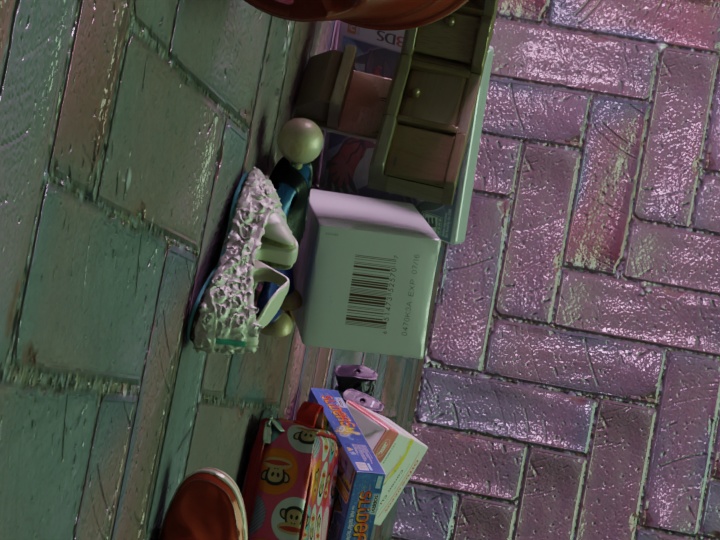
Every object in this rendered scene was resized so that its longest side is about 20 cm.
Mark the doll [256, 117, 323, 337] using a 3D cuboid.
[{"bbox_3d":[-0.066,-0.047,1.753,0.137,0.048,0.201,-72,172,-55],"label":"doll"}]

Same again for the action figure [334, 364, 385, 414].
[{"bbox_3d":[-0.010,0.215,2.503,0.130,0.069,0.201,-79,178,-47],"label":"action figure"}]

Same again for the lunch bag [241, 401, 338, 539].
[{"bbox_3d":[-0.067,0.217,1.985,0.200,0.082,0.177,60,40,-79],"label":"lunch bag"}]

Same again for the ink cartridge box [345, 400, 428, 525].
[{"bbox_3d":[0.010,0.232,2.367,0.117,0.067,0.200,-57,158,0],"label":"ink cartridge box"}]

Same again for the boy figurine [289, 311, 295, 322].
[{"bbox_3d":[0.000,-0.015,2.056,0.200,0.124,0.065,-55,143,-25],"label":"boy figurine"}]

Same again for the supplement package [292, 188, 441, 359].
[{"bbox_3d":[0.000,0.000,1.898,0.200,0.117,0.117,-117,-146,-76],"label":"supplement package"}]

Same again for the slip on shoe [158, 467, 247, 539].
[{"bbox_3d":[-0.137,0.251,1.548,0.061,0.074,0.201,54,51,-76],"label":"slip on shoe"}]

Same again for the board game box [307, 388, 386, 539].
[{"bbox_3d":[-0.029,0.230,2.138,0.200,0.034,0.136,-124,-136,-62],"label":"board game box"}]

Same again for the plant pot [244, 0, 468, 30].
[{"bbox_3d":[-0.011,-0.258,1.392,0.195,0.200,0.202,-35,135,-68],"label":"plant pot"}]

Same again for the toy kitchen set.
[{"bbox_3d":[0.030,-0.200,1.786,0.181,0.162,0.201,96,8,-60],"label":"toy kitchen set"}]

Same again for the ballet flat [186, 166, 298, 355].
[{"bbox_3d":[-0.085,-0.002,1.605,0.200,0.071,0.072,-74,171,-46],"label":"ballet flat"}]

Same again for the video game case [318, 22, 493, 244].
[{"bbox_3d":[0.042,-0.146,1.998,0.023,0.182,0.201,-14,118,-49],"label":"video game case"}]
